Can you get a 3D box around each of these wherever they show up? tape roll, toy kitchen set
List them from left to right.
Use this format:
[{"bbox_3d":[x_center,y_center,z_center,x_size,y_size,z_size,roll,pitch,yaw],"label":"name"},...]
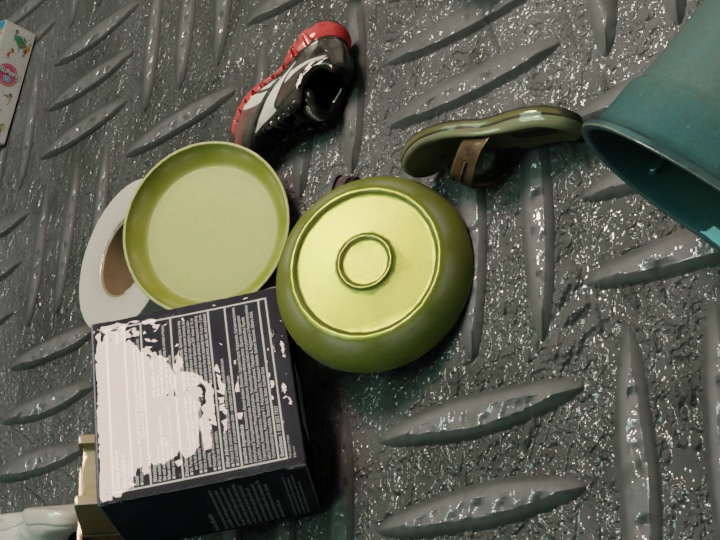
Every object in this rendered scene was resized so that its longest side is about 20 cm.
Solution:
[{"bbox_3d":[-0.265,-0.007,1.478,0.201,0.070,0.205,-22,58,40],"label":"tape roll"},{"bbox_3d":[-0.214,0.293,1.287,0.201,0.178,0.165,99,168,-56],"label":"toy kitchen set"}]

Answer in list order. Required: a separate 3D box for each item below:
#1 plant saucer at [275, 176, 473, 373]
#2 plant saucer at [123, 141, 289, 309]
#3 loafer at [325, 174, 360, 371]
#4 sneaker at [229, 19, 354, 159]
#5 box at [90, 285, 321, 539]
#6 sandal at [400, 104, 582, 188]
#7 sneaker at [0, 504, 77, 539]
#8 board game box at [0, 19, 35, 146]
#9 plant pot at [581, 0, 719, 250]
[{"bbox_3d":[0.008,-0.004,1.139,0.197,0.031,0.202,-6,67,15],"label":"plant saucer"},{"bbox_3d":[-0.171,-0.045,1.353,0.197,0.031,0.203,-4,75,14],"label":"plant saucer"},{"bbox_3d":[0.000,0.000,1.198,0.062,0.072,0.203,-6,73,25],"label":"loafer"},{"bbox_3d":[-0.077,-0.185,1.350,0.200,0.070,0.098,-46,43,22],"label":"sneaker"},{"bbox_3d":[-0.153,0.145,1.180,0.196,0.124,0.202,-10,56,0],"label":"box"},{"bbox_3d":[0.114,-0.107,1.107,0.200,0.079,0.058,-8,81,45],"label":"sandal"},{"bbox_3d":[-0.395,0.338,1.479,0.199,0.075,0.090,-22,69,47],"label":"sneaker"},{"bbox_3d":[-0.634,-0.308,2.026,0.147,0.064,0.202,-4,69,46],"label":"board game box"},{"bbox_3d":[0.291,-0.124,0.840,0.197,0.200,0.200,-55,41,2],"label":"plant pot"}]
